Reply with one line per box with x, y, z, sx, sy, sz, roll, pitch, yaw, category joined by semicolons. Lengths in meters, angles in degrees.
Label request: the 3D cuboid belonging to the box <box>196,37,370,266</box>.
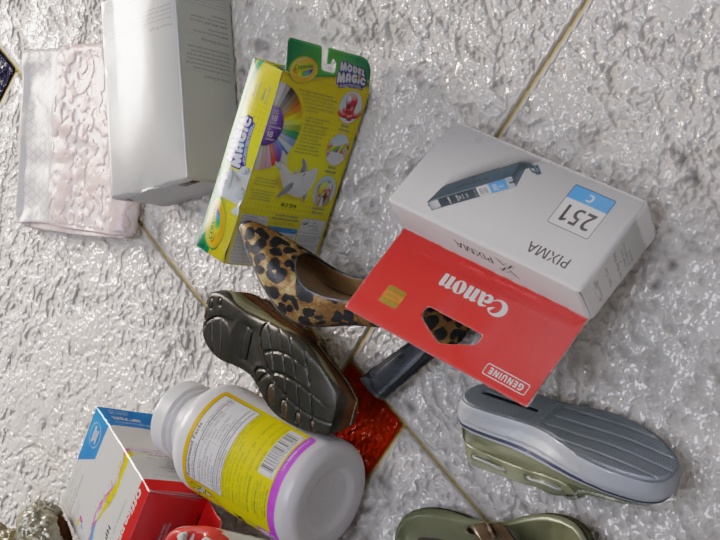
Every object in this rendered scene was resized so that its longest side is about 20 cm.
-0.065;-0.103;1.299;0.048;0.117;0.202;30;105;38;box

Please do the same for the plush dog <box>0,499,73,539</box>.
-0.367;0.319;1.484;0.171;0.159;0.203;34;138;57;plush dog

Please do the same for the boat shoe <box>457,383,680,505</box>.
0.161;0.143;1.142;0.199;0.072;0.063;20;124;42;boat shoe

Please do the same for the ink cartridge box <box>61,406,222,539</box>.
-0.210;0.229;1.393;0.200;0.067;0.117;42;114;53;ink cartridge box

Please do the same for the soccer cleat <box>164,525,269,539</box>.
-0.082;0.269;1.291;0.198;0.085;0.070;10;94;24;soccer cleat

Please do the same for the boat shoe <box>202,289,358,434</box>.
-0.062;0.072;1.311;0.200;0.073;0.077;39;120;41;boat shoe

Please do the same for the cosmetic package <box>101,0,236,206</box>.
-0.184;-0.171;1.426;0.112;0.081;0.203;-8;83;39;cosmetic package

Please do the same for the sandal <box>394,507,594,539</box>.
0.101;0.234;1.180;0.199;0.057;0.081;-4;85;39;sandal

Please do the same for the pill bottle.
-0.097;0.167;1.318;0.199;0.104;0.106;23;101;38;pill bottle

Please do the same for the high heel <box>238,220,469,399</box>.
0.000;0.000;1.237;0.200;0.071;0.142;45;124;-4;high heel

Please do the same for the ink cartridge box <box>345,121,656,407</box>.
0.101;-0.012;1.150;0.199;0.045;0.177;27;70;37;ink cartridge box

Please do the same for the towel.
-0.295;-0.139;1.545;0.189;0.032;0.203;5;91;39;towel
